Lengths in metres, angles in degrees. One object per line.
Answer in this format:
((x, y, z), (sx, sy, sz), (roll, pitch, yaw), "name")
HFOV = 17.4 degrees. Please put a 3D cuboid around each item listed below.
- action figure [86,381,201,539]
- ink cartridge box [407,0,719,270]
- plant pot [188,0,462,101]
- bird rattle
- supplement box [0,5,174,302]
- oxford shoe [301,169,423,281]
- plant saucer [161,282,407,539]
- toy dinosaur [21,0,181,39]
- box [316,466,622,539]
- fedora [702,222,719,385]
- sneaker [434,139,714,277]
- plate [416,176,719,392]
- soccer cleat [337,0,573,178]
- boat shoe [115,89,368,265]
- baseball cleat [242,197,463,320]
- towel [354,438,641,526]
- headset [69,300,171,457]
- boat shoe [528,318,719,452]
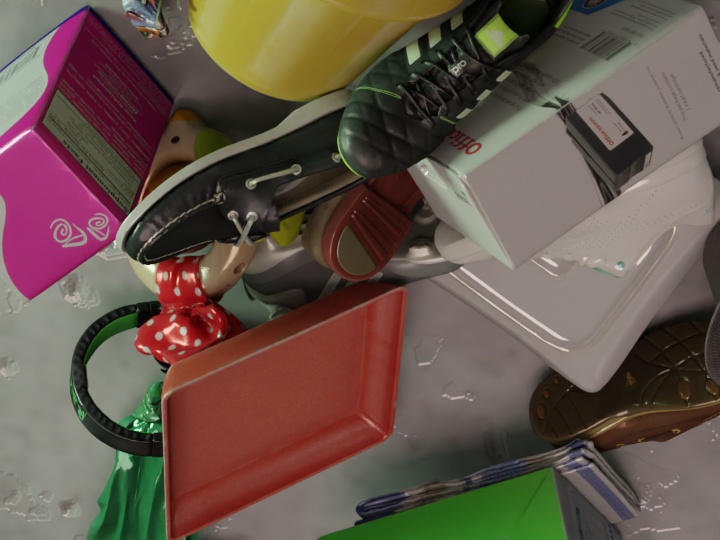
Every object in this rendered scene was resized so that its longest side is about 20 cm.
((-0.167, 0.181, 1.885), (0.118, 0.055, 0.201), (8, 113, 4), "action figure")
((0.137, -0.104, 1.591), (0.200, 0.145, 0.084), (-35, 114, -8), "ink cartridge box")
((-0.023, -0.220, 1.570), (0.200, 0.201, 0.189), (28, 134, -9), "plant pot")
((-0.114, -0.025, 1.722), (0.112, 0.163, 0.200), (-4, 130, -43), "bird rattle")
((-0.213, -0.085, 1.654), (0.101, 0.200, 0.103), (-33, 111, 23), "supplement box")
((0.024, -0.087, 1.677), (0.200, 0.075, 0.070), (-51, 123, -10), "oxford shoe")
((-0.064, 0.096, 1.727), (0.200, 0.037, 0.200), (-25, 148, -20), "plant saucer")
((-0.136, -0.238, 1.615), (0.105, 0.182, 0.200), (38, 80, 5), "toy dinosaur")
((0.095, 0.249, 1.822), (0.199, 0.097, 0.176), (-19, 151, 18), "box")
((0.316, 0.001, 1.685), (0.199, 0.090, 0.177), (-4, 128, -24), "fedora")
((0.154, -0.029, 1.647), (0.199, 0.075, 0.089), (-19, 117, 5), "sneaker")
((0.142, -0.030, 1.718), (0.200, 0.032, 0.200), (35, 118, 1), "plate")
((0.063, -0.135, 1.541), (0.068, 0.200, 0.081), (49, 155, -3), "soccer cleat")
((-0.069, -0.053, 1.583), (0.200, 0.076, 0.060), (-32, 74, -15), "boat shoe")
((0.000, 0.000, 1.747), (0.199, 0.070, 0.107), (4, 130, 30), "baseball cleat")
((0.109, 0.187, 1.838), (0.199, 0.024, 0.147), (-18, 150, 17), "towel")
((-0.123, 0.088, 1.800), (0.199, 0.124, 0.094), (-3, 148, -10), "headset")
((0.229, 0.091, 1.784), (0.200, 0.072, 0.068), (-19, 148, 22), "boat shoe")
